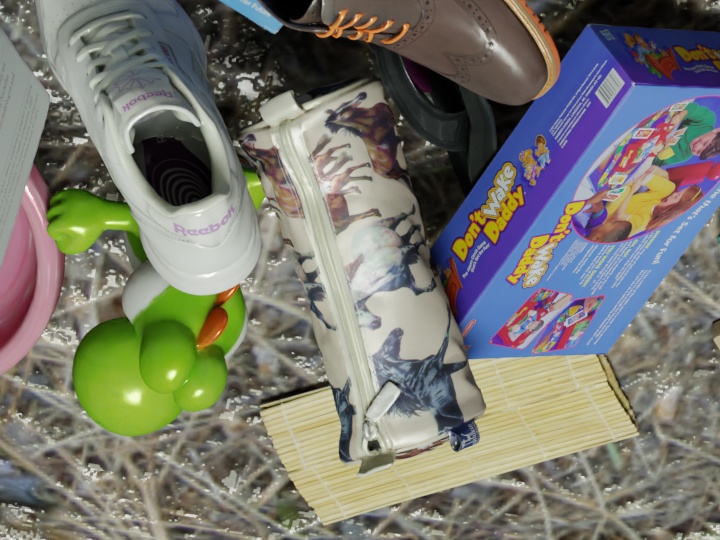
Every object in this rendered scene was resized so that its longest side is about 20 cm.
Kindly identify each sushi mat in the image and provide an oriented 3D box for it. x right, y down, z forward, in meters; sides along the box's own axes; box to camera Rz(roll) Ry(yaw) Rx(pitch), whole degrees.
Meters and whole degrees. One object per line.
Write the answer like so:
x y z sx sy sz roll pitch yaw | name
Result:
0.050 0.085 1.709 0.200 0.012 0.096 -17 127 13 | sushi mat

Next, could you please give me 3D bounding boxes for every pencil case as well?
0.000 0.000 1.503 0.078 0.089 0.200 -16 98 15 | pencil case

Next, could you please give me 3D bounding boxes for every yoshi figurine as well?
-0.107 0.009 1.533 0.112 0.200 0.112 5 128 -4 | yoshi figurine

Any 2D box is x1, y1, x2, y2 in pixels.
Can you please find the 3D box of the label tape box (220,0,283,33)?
-0.046 -0.230 1.405 0.144 0.063 0.200 30 122 -14 | label tape box

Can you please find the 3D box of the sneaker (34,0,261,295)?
-0.102 -0.090 1.452 0.075 0.200 0.100 -26 159 -7 | sneaker

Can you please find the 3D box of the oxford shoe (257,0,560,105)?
0.001 -0.124 1.382 0.200 0.073 0.071 31 141 -11 | oxford shoe

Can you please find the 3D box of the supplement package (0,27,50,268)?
-0.248 -0.091 1.389 0.117 0.117 0.200 -3 145 23 | supplement package

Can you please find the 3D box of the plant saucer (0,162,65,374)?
-0.247 -0.029 1.576 0.200 0.051 0.201 9 124 13 | plant saucer

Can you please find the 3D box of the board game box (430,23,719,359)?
0.123 -0.037 1.555 0.134 0.045 0.200 -1 136 -43 | board game box

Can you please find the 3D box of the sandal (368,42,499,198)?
0.036 -0.091 1.506 0.048 0.075 0.200 -20 143 -3 | sandal

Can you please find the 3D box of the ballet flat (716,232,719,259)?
0.281 -0.004 1.574 0.200 0.072 0.072 -9 129 29 | ballet flat

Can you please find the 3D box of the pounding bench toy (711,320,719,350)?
0.299 0.120 1.646 0.124 0.156 0.200 -25 124 17 | pounding bench toy
